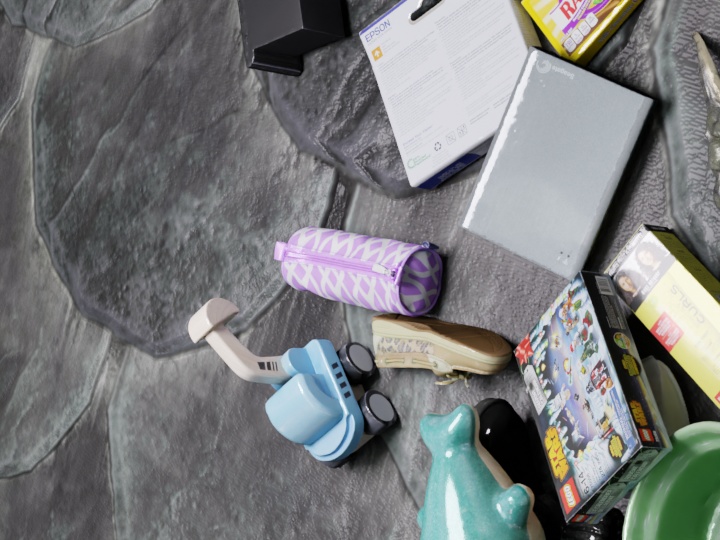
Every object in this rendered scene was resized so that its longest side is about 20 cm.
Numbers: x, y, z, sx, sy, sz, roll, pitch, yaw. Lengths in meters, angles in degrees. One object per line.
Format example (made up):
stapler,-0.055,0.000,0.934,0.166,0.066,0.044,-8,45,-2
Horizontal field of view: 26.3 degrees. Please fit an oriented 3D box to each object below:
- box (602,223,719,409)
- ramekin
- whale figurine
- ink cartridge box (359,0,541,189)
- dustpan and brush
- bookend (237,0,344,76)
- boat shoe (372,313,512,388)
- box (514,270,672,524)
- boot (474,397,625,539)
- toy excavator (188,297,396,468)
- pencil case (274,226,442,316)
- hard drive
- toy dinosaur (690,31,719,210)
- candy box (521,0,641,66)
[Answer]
box,0.319,0.048,1.458,0.075,0.050,0.200,-54,55,26
ramekin,0.331,0.242,1.366,0.200,0.097,0.202,-39,44,50
whale figurine,0.099,0.236,1.504,0.159,0.103,0.202,-20,86,49
ink cartridge box,0.105,-0.221,1.678,0.199,0.040,0.201,-31,67,35
dustpan and brush,0.277,0.200,1.494,0.139,0.057,0.202,-32,60,43
bookend,-0.047,-0.355,1.794,0.199,0.092,0.201,-16,78,39
boat shoe,0.087,0.090,1.662,0.199,0.073,0.063,14,102,53
box,0.218,0.121,1.478,0.137,0.040,0.201,-57,36,43
boot,0.188,0.233,1.545,0.157,0.079,0.213,-5,94,49
toy excavator,-0.081,0.121,1.719,0.100,0.199,0.196,-40,62,32
pencil case,0.000,0.000,1.732,0.199,0.085,0.085,9,95,43
hard drive,0.199,-0.108,1.563,0.139,0.033,0.201,27,106,19
toy dinosaur,0.355,-0.144,1.445,0.088,0.047,0.202,-21,70,46
candy box,0.254,-0.310,1.559,0.200,0.026,0.103,-49,54,28
